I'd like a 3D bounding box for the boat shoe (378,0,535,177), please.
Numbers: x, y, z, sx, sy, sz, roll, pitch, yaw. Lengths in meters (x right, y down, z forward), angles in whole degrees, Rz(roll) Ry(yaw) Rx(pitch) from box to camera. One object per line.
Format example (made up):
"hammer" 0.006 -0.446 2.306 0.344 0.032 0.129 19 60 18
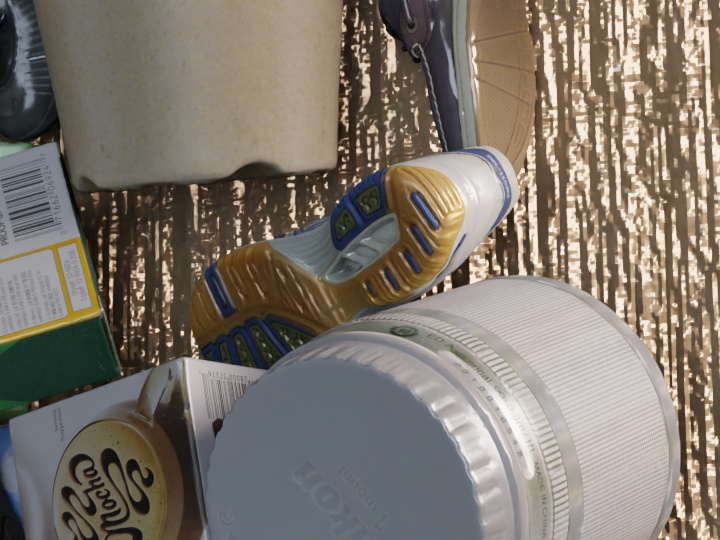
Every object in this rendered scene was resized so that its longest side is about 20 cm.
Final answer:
"boat shoe" 0.041 -0.138 1.391 0.065 0.072 0.201 -10 85 28

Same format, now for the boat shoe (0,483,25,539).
"boat shoe" -0.207 0.143 1.364 0.073 0.074 0.200 -29 67 18

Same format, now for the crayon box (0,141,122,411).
"crayon box" -0.228 0.021 1.349 0.199 0.052 0.126 -16 47 -4

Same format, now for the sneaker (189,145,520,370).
"sneaker" 0.000 0.000 1.366 0.200 0.088 0.075 -26 89 42

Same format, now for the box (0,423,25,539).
"box" -0.149 0.134 1.405 0.199 0.048 0.122 -11 78 13

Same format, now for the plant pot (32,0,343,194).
"plant pot" -0.086 -0.134 1.370 0.200 0.200 0.184 -4 91 14

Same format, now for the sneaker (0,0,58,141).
"sneaker" -0.204 -0.163 1.432 0.066 0.090 0.201 -22 69 32

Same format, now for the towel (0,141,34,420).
"towel" -0.267 0.003 1.421 0.199 0.031 0.150 2 91 -4

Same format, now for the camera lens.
"camera lens" 0.043 0.092 1.272 0.160 0.200 0.161 6 102 31

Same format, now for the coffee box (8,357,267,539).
"coffee box" -0.087 0.154 1.301 0.113 0.080 0.201 -19 72 32
